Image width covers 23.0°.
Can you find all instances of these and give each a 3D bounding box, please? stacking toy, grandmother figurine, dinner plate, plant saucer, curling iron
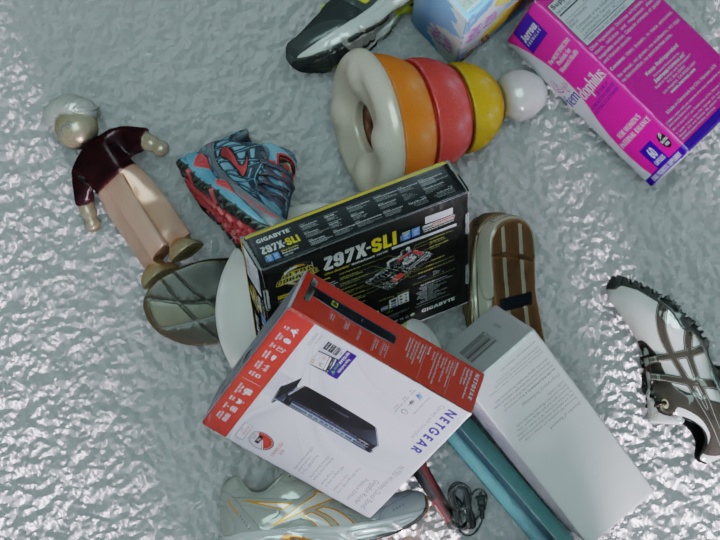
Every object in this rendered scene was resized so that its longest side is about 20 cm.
[{"bbox_3d":[0.083,-0.150,1.670,0.200,0.146,0.146,-12,84,-20],"label":"stacking toy"},{"bbox_3d":[-0.229,-0.087,1.673,0.121,0.061,0.200,-40,80,12],"label":"grandmother figurine"},{"bbox_3d":[-0.035,0.037,1.657,0.200,0.024,0.200,-1,93,-16],"label":"dinner plate"},{"bbox_3d":[0.124,0.186,1.649,0.019,0.070,0.200,-38,85,-16],"label":"plant saucer"},{"bbox_3d":[0.053,0.163,1.660,0.050,0.026,0.200,-36,93,11],"label":"curling iron"}]

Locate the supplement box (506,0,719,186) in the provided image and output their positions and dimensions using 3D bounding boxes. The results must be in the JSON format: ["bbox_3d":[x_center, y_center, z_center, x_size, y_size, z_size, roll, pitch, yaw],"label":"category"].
[{"bbox_3d":[0.250,-0.193,1.656,0.103,0.101,0.200,-42,85,-19],"label":"supplement box"}]

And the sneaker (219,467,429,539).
[{"bbox_3d":[-0.038,0.213,1.646,0.200,0.076,0.092,-9,80,-2],"label":"sneaker"}]

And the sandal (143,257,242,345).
[{"bbox_3d":[-0.110,0.010,1.676,0.200,0.055,0.082,-28,98,-17],"label":"sandal"}]

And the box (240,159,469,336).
[{"bbox_3d":[0.000,0.000,1.577,0.200,0.160,0.049,-21,52,-12],"label":"box"}]

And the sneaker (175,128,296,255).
[{"bbox_3d":[-0.098,-0.081,1.621,0.096,0.200,0.079,-35,126,-8],"label":"sneaker"}]

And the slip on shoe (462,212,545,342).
[{"bbox_3d":[0.126,0.044,1.669,0.076,0.061,0.200,-11,103,-31],"label":"slip on shoe"}]

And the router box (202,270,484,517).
[{"bbox_3d":[-0.018,0.111,1.540,0.179,0.200,0.049,30,47,-7],"label":"router box"}]

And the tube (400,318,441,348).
[{"bbox_3d":[-0.013,0.115,1.624,0.200,0.052,0.058,-34,72,27],"label":"tube"}]

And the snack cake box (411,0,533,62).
[{"bbox_3d":[0.112,-0.264,1.623,0.115,0.200,0.067,-43,86,-3],"label":"snack cake box"}]

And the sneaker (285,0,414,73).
[{"bbox_3d":[0.002,-0.265,1.696,0.200,0.074,0.085,-37,80,-12],"label":"sneaker"}]

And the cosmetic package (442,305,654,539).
[{"bbox_3d":[0.164,0.140,1.601,0.085,0.108,0.200,-41,110,-5],"label":"cosmetic package"}]

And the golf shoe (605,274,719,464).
[{"bbox_3d":[0.288,0.093,1.652,0.094,0.078,0.200,-43,85,-3],"label":"golf shoe"}]
